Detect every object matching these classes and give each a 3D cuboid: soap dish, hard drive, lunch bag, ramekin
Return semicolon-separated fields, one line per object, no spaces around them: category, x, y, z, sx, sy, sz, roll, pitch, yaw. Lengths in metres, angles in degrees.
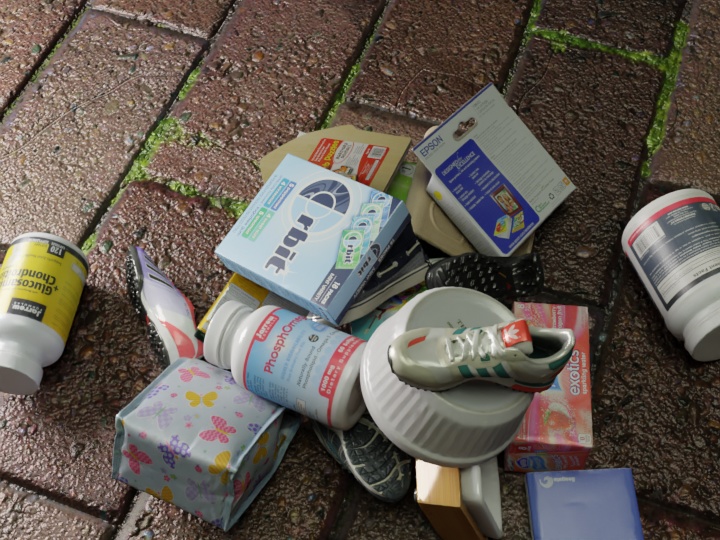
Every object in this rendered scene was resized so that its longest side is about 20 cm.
soap dish;0.115;0.219;1.211;0.080;0.158;0.202;-10;55;14
hard drive;0.272;0.337;1.193;0.131;0.025;0.202;-2;60;-1
lunch bag;-0.181;0.199;1.238;0.168;0.128;0.200;20;33;13
ramekin;0.106;0.110;1.123;0.200;0.094;0.204;10;54;-14

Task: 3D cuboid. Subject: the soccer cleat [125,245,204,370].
soccer cleat;-0.268;0.046;1.384;0.073;0.068;0.201;-14;57;-26

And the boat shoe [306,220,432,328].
boat shoe;0.000;0.000;1.298;0.199;0.074;0.093;-28;104;-33

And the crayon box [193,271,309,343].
crayon box;-0.116;0.038;1.353;0.125;0.052;0.201;34;68;-3

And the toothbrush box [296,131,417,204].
toothbrush box;-0.022;-0.099;1.459;0.198;0.086;0.146;17;58;14

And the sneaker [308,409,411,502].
sneaker;-0.002;0.214;1.249;0.077;0.087;0.200;-23;50;-22

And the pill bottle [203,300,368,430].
pill bottle;-0.084;0.108;1.213;0.198;0.109;0.109;20;58;18

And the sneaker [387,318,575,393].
sneaker;0.128;0.077;1.035;0.198;0.094;0.071;6;55;-17

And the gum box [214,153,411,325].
gum box;-0.062;-0.045;1.282;0.199;0.045;0.170;26;72;33

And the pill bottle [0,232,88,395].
pill bottle;-0.441;0.058;1.343;0.111;0.112;0.201;5;56;4

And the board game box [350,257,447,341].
board game box;0.060;0.067;1.337;0.149;0.047;0.201;-6;39;-3

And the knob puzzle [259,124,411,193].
knob puzzle;-0.048;-0.132;1.408;0.217;0.031;0.221;-6;46;6

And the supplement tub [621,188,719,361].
supplement tub;0.453;0.005;1.350;0.139;0.141;0.201;-16;58;-10

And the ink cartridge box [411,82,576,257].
ink cartridge box;0.186;-0.136;1.426;0.200;0.047;0.197;49;58;0

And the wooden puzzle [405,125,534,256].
wooden puzzle;0.157;-0.087;1.443;0.199;0.046;0.187;26;60;-16

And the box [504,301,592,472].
box;0.236;0.149;1.284;0.102;0.095;0.201;5;56;5

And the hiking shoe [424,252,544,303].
hiking shoe;0.146;0.018;1.303;0.199;0.100;0.077;-1;83;-40
